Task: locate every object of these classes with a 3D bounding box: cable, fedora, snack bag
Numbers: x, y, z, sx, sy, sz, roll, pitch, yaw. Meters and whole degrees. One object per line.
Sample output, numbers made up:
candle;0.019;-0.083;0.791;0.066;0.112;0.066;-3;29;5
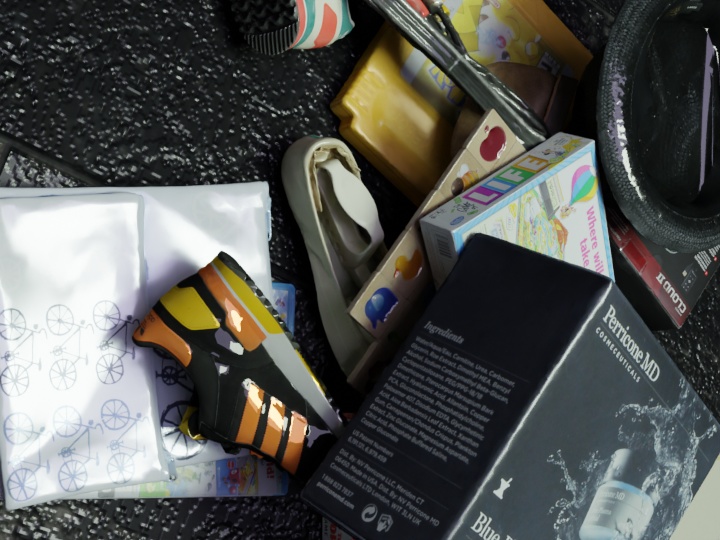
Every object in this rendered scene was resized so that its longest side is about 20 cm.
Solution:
cable;0.063;-0.163;0.784;0.200;0.050;0.097;46;18;14
fedora;0.216;-0.113;0.829;0.198;0.091;0.204;1;88;-31
snack bag;-0.134;0.040;0.715;0.198;0.021;0.191;-4;87;-31

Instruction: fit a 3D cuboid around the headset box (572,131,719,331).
headset box;0.234;-0.059;0.933;0.149;0.077;0.201;47;66;-18

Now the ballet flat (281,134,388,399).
ballet flat;0.000;0.000;0.783;0.069;0.069;0.202;-24;93;-30

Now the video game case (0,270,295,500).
video game case;-0.135;0.073;0.734;0.198;0.018;0.145;6;82;-30

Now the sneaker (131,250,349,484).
sneaker;-0.065;0.090;0.714;0.090;0.070;0.201;-33;109;-6

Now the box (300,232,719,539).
box;0.103;0.121;0.705;0.201;0.117;0.197;-55;130;-12

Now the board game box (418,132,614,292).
board game box;0.120;0.025;0.785;0.134;0.034;0.202;-31;122;-27

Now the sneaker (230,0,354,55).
sneaker;-0.053;-0.250;0.793;0.093;0.070;0.202;-13;89;-50

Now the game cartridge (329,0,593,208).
game cartridge;0.086;-0.138;0.877;0.176;0.032;0.201;40;67;-22

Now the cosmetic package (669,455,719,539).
cosmetic package;0.235;0.167;0.869;0.199;0.104;0.072;8;80;-49

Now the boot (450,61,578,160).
boot;0.093;-0.059;0.838;0.075;0.074;0.202;20;81;3

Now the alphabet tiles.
alphabet tiles;0.076;0.019;0.780;0.201;0.008;0.167;-54;129;-10

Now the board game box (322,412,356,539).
board game box;0.066;0.179;0.829;0.198;0.046;0.154;2;84;-31
